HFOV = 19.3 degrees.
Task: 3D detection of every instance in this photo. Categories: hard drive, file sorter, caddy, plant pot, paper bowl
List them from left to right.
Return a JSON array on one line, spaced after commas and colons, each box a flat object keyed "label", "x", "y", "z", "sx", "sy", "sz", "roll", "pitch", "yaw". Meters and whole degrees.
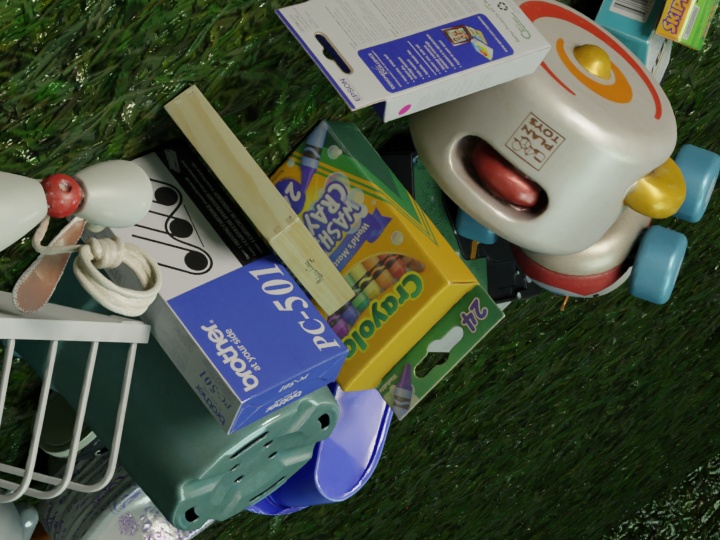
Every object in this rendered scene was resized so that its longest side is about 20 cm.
[{"label": "file sorter", "x": -0.255, "y": 0.079, "z": 1.364, "sx": 0.200, "sy": 0.139, "sz": 0.125, "roll": 5, "pitch": 96, "yaw": -63}, {"label": "paper bowl", "x": -0.184, "y": 0.164, "z": 1.799, "sx": 0.200, "sy": 0.104, "sz": 0.201, "roll": -33, "pitch": 160, "yaw": -13}, {"label": "plant pot", "x": -0.129, "y": 0.070, "z": 1.547, "sx": 0.200, "sy": 0.196, "sz": 0.200, "roll": -33, "pitch": 161, "yaw": -13}, {"label": "caddy", "x": -0.052, "y": 0.100, "z": 1.718, "sx": 0.141, "sy": 0.200, "sz": 0.105, "roll": 23, "pitch": 166, "yaw": -26}, {"label": "hard drive", "x": 0.087, "y": -0.037, "z": 1.798, "sx": 0.038, "sy": 0.140, "sz": 0.200, "roll": 0, "pitch": -174, "yaw": 34}]

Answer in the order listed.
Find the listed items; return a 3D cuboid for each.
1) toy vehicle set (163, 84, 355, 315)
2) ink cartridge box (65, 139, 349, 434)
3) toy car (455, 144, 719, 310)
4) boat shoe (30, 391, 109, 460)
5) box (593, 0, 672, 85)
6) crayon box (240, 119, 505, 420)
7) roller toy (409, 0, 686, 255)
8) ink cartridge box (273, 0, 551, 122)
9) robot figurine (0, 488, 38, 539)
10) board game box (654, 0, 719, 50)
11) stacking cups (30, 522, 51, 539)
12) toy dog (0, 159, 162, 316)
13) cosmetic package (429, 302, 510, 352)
[{"label": "toy vehicle set", "x": -0.068, "y": -0.046, "z": 1.500, "sx": 0.026, "sy": 0.124, "sz": 0.200, "roll": -38, "pitch": 161, "yaw": -1}, {"label": "ink cartridge box", "x": -0.106, "y": 0.008, "z": 1.440, "sx": 0.094, "sy": 0.200, "sz": 0.044, "roll": -25, "pitch": 156, "yaw": -33}, {"label": "toy car", "x": 0.188, "y": -0.023, "z": 1.807, "sx": 0.200, "sy": 0.184, "sz": 0.177, "roll": 91, "pitch": 22, "yaw": -55}, {"label": "boat shoe", "x": -0.166, "y": 0.087, "z": 1.683, "sx": 0.199, "sy": 0.075, "sz": 0.066, "roll": -41, "pitch": 151, "yaw": -5}, {"label": "box", "x": 0.228, "y": -0.186, "z": 1.776, "sx": 0.200, "sy": 0.049, "sz": 0.082, "roll": 81, "pitch": 33, "yaw": -68}, {"label": "crayon box", "x": 0.000, "y": 0.000, "z": 1.608, "sx": 0.126, "sy": 0.200, "sz": 0.052, "roll": -47, "pitch": 159, "yaw": 22}, {"label": "roller toy", "x": 0.144, "y": -0.115, "z": 1.623, "sx": 0.182, "sy": 0.200, "sz": 0.140, "roll": 11, "pitch": 130, "yaw": -38}, {"label": "ink cartridge box", "x": 0.034, "y": -0.159, "z": 1.471, "sx": 0.200, "sy": 0.095, "sz": 0.037, "roll": -20, "pitch": 155, "yaw": -41}, {"label": "robot figurine", "x": -0.333, "y": 0.233, "z": 1.675, "sx": 0.169, "sy": 0.113, "sz": 0.200, "roll": -23, "pitch": 156, "yaw": -40}, {"label": "board game box", "x": 0.278, "y": -0.231, "z": 1.735, "sx": 0.200, "sy": 0.030, "sz": 0.096, "roll": -10, "pitch": 120, "yaw": -73}, {"label": "stacking cups", "x": -0.305, "y": 0.262, "z": 1.874, "sx": 0.200, "sy": 0.061, "sz": 0.061, "roll": -30, "pitch": 159, "yaw": -26}, {"label": "toy dog", "x": -0.227, "y": -0.021, "z": 1.287, "sx": 0.200, "sy": 0.132, "sz": 0.096, "roll": 14, "pitch": 139, "yaw": -31}, {"label": "cosmetic package", "x": 0.063, "y": 0.012, "z": 1.932, "sx": 0.113, "sy": 0.081, "sz": 0.200, "roll": -44, "pitch": 159, "yaw": 16}]
